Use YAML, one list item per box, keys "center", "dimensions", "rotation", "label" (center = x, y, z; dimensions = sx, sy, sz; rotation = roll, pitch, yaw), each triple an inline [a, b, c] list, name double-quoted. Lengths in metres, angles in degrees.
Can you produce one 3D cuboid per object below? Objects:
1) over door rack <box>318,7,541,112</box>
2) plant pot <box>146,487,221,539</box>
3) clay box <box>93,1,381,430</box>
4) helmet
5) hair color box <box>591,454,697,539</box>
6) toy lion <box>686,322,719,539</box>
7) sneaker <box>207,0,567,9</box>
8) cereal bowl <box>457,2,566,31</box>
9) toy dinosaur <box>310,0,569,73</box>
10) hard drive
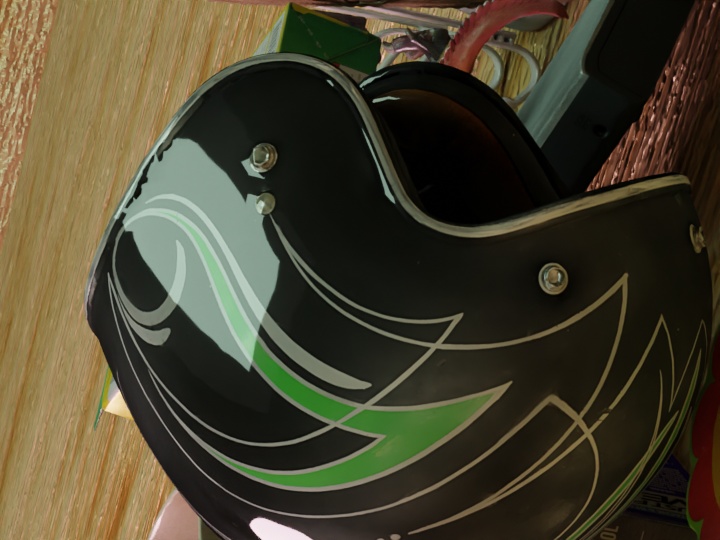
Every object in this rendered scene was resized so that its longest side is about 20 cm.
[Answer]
- center: [-0.023, -0.121, 1.428]
  dimensions: [0.067, 0.199, 0.148]
  rotation: [-68, 15, 0]
  label: "over door rack"
- center: [-0.029, 0.197, 1.135]
  dimensions: [0.200, 0.134, 0.201]
  rotation: [-165, 90, -78]
  label: "plant pot"
- center: [-0.056, -0.011, 1.212]
  dimensions: [0.200, 0.047, 0.115]
  rotation: [130, 155, -55]
  label: "clay box"
- center: [0.021, 0.022, 0.999]
  dimensions: [0.200, 0.191, 0.200]
  rotation: [-45, -17, -18]
  label: "helmet"
- center: [0.081, 0.113, 1.138]
  dimensions: [0.200, 0.065, 0.110]
  rotation: [-118, 41, -72]
  label: "hair color box"
- center: [0.150, 0.066, 0.921]
  dimensions: [0.200, 0.068, 0.192]
  rotation: [177, 110, -76]
  label: "toy lion"
- center: [0.018, -0.176, 1.302]
  dimensions: [0.070, 0.199, 0.109]
  rotation: [22, -111, -81]
  label: "sneaker"
- center: [0.065, -0.221, 1.396]
  dimensions: [0.200, 0.083, 0.201]
  rotation: [-171, 90, -76]
  label: "cereal bowl"
- center: [-0.006, -0.025, 1.301]
  dimensions: [0.200, 0.105, 0.182]
  rotation: [-17, 65, 57]
  label: "toy dinosaur"
- center: [0.080, -0.052, 1.192]
  dimensions: [0.200, 0.033, 0.140]
  rotation: [-58, 3, 45]
  label: "hard drive"
